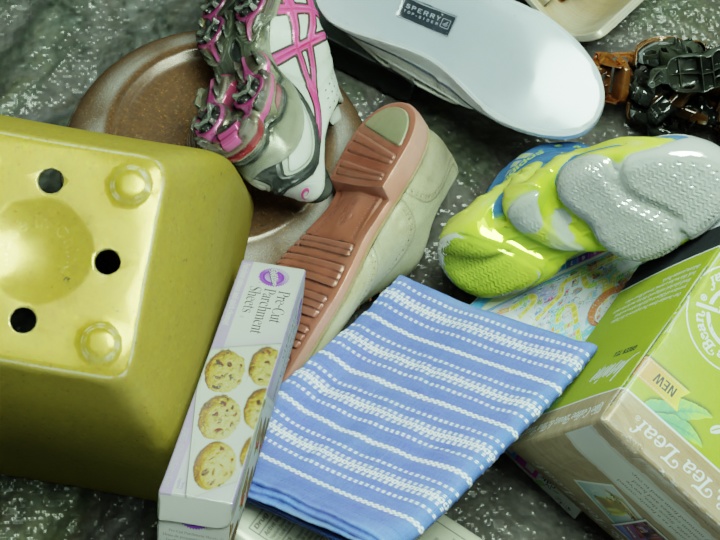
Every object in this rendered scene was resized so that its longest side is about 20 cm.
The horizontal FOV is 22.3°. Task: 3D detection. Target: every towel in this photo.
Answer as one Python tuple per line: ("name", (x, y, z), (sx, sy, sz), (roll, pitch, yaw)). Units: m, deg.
("towel", (0.019, 0.075, 1.012), (0.144, 0.024, 0.200), (19, 44, 35))

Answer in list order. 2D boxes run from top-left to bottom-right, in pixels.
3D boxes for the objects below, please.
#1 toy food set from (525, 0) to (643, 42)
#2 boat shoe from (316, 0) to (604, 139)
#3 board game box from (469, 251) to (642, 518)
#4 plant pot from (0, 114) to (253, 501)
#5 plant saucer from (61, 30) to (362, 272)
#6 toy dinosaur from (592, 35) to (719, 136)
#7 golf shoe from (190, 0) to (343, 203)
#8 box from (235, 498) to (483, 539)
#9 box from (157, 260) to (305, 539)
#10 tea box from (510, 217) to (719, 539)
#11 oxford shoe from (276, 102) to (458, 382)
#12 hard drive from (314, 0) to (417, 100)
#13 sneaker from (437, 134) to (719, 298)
("toy food set", (0.136, -0.267, 1.223), (0.200, 0.060, 0.143), (48, 63, -4))
("boat shoe", (0.066, -0.140, 1.141), (0.199, 0.065, 0.074), (33, 89, 15))
("board game box", (0.151, 0.036, 1.131), (0.134, 0.034, 0.200), (43, 68, 13))
("plant pot", (-0.167, 0.011, 0.997), (0.193, 0.200, 0.197), (10, 79, -2))
("plant saucer", (-0.089, -0.074, 1.154), (0.199, 0.037, 0.202), (3, 65, -6))
("toy dinosaur", (0.204, -0.109, 1.172), (0.199, 0.136, 0.103), (-17, 113, 2))
("golf shoe", (-0.053, -0.124, 1.130), (0.092, 0.072, 0.201), (37, 39, -34))
("box", (0.020, 0.187, 1.013), (0.199, 0.078, 0.095), (33, 48, 10))
("box", (-0.067, 0.069, 0.983), (0.041, 0.039, 0.200), (10, 37, 4))
("tea box", (0.232, 0.084, 1.038), (0.200, 0.134, 0.197), (40, 70, -6))
("oxford shoe", (0.000, 0.000, 1.113), (0.071, 0.074, 0.201), (24, 80, 50))
("hard drive", (0.018, -0.224, 1.235), (0.139, 0.033, 0.201), (28, 66, 6))
("sneaker", (0.136, -0.053, 1.076), (0.076, 0.199, 0.105), (56, 39, -23))
